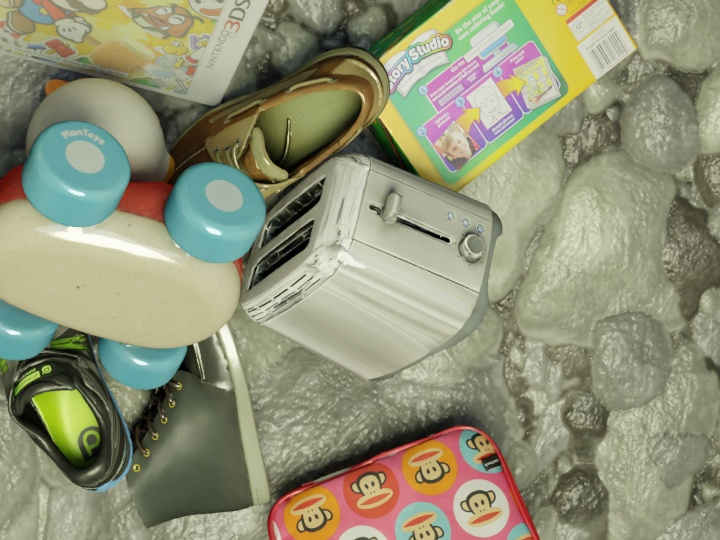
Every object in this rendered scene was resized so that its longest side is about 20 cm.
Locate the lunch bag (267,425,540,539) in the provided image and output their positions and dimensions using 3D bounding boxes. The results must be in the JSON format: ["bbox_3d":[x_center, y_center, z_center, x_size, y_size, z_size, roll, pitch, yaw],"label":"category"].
[{"bbox_3d":[0.039,0.230,1.030,0.198,0.082,0.178,-20,68,-10],"label":"lunch bag"}]

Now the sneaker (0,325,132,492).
[{"bbox_3d":[-0.223,0.064,0.958,0.070,0.083,0.201,-29,87,-5],"label":"sneaker"}]

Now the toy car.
[{"bbox_3d":[-0.163,-0.059,0.918,0.175,0.202,0.185,15,139,-20],"label":"toy car"}]

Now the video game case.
[{"bbox_3d":[-0.166,-0.184,0.895,0.198,0.182,0.023,13,62,-16],"label":"video game case"}]

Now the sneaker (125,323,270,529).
[{"bbox_3d":[-0.137,0.097,1.002,0.105,0.075,0.202,-15,105,-10],"label":"sneaker"}]

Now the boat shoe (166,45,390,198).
[{"bbox_3d":[-0.070,-0.089,0.956,0.199,0.074,0.076,-33,105,18],"label":"boat shoe"}]

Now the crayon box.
[{"bbox_3d":[0.095,-0.158,1.019,0.199,0.058,0.119,-38,107,-4],"label":"crayon box"}]

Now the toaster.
[{"bbox_3d":[0.000,0.000,0.972,0.128,0.200,0.115,26,61,-20],"label":"toaster"}]
